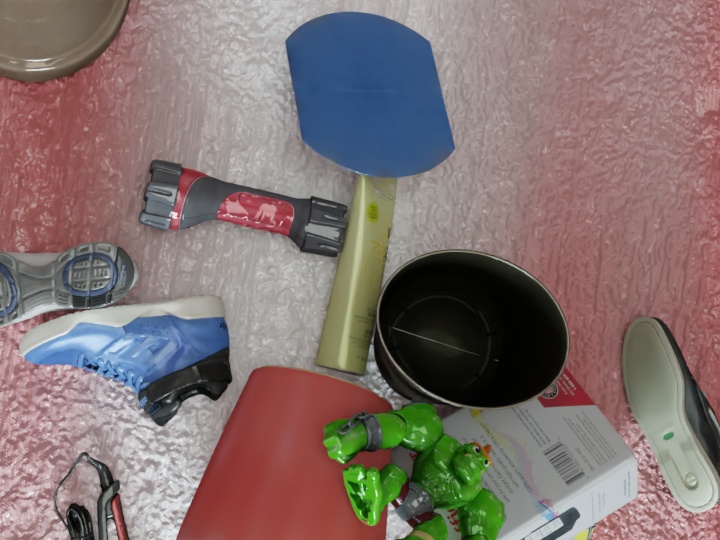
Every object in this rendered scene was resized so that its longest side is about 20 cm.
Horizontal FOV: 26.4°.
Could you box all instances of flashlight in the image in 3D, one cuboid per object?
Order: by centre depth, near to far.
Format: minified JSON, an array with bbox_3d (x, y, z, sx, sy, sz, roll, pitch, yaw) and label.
[{"bbox_3d":[-0.113,-0.055,1.489,0.197,0.068,0.069,14,82,-8],"label":"flashlight"}]

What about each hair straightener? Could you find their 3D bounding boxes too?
[{"bbox_3d":[-0.251,0.273,1.452,0.076,0.041,0.203,-12,88,-11],"label":"hair straightener"}]

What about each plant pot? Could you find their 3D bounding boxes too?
[{"bbox_3d":[-0.309,-0.290,1.419,0.197,0.175,0.204,1,86,-9],"label":"plant pot"},{"bbox_3d":[-0.057,0.194,1.427,0.198,0.200,0.180,17,74,-8],"label":"plant pot"}]

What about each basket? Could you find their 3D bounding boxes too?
[{"bbox_3d":[0.085,0.065,1.445,0.178,0.200,0.138,16,80,-7],"label":"basket"}]

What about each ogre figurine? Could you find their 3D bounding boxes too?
[{"bbox_3d":[0.057,0.196,1.359,0.200,0.098,0.120,42,49,10],"label":"ogre figurine"}]

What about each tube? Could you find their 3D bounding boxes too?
[{"bbox_3d":[0.000,0.000,1.508,0.051,0.058,0.203,13,84,-13],"label":"tube"}]

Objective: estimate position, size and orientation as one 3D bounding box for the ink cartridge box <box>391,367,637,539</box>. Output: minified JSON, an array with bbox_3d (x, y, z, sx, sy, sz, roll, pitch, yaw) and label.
[{"bbox_3d":[0.145,0.197,1.476,0.198,0.083,0.146,-29,54,-10],"label":"ink cartridge box"}]

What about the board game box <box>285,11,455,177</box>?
[{"bbox_3d":[0.004,-0.166,1.519,0.156,0.039,0.202,-1,59,-19],"label":"board game box"}]

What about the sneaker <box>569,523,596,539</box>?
[{"bbox_3d":[0.197,0.252,1.526,0.075,0.077,0.200,25,62,31],"label":"sneaker"}]

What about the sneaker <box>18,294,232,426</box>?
[{"bbox_3d":[-0.218,0.094,1.453,0.197,0.077,0.113,-8,78,-17],"label":"sneaker"}]

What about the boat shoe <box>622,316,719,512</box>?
[{"bbox_3d":[0.324,0.142,1.562,0.067,0.071,0.202,-12,79,-47],"label":"boat shoe"}]

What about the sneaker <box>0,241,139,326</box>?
[{"bbox_3d":[-0.301,0.015,1.450,0.197,0.087,0.076,-2,88,8],"label":"sneaker"}]
